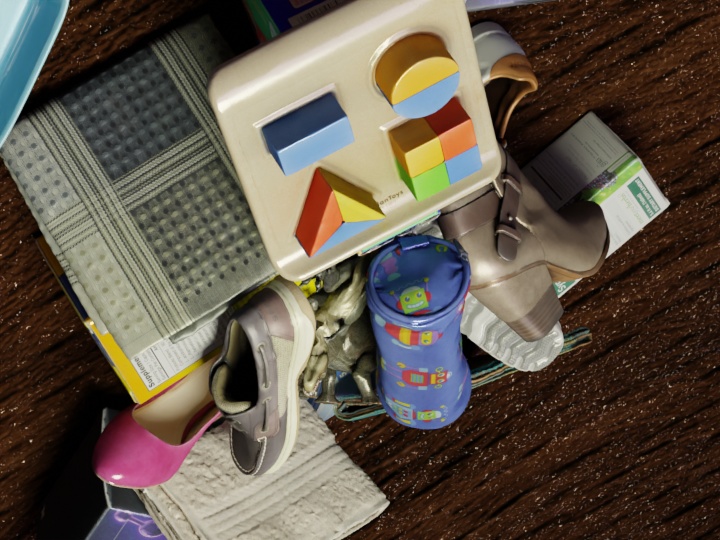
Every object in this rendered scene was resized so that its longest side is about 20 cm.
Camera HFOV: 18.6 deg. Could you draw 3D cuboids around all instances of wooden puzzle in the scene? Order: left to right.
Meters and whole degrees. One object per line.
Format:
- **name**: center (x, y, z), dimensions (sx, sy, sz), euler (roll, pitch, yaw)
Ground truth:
- **wooden puzzle**: center (0.005, -0.091, 1.496), dimensions (0.185, 0.046, 0.200), euler (-27, 137, -7)

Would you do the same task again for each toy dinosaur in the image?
- **toy dinosaur**: center (-0.023, 0.053, 1.768), dimensions (0.199, 0.077, 0.103), euler (14, 77, -40)
- **toy dinosaur**: center (0.000, 0.000, 1.667), dimensions (0.200, 0.047, 0.088), euler (-52, 155, -4)

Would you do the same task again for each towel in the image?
- **towel**: center (-0.140, -0.059, 1.597), dimensions (0.192, 0.201, 0.035), euler (-31, 177, -9)
- **towel**: center (-0.078, 0.177, 1.756), dimensions (0.200, 0.133, 0.035), euler (-27, 162, -45)
- **towel**: center (0.088, 0.087, 1.875), dimensions (0.146, 0.022, 0.200), euler (-17, 180, 42)

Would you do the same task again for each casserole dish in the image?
- **casserole dish**: center (-0.280, -0.151, 1.508), dimensions (0.121, 0.039, 0.201), euler (10, 120, -39)

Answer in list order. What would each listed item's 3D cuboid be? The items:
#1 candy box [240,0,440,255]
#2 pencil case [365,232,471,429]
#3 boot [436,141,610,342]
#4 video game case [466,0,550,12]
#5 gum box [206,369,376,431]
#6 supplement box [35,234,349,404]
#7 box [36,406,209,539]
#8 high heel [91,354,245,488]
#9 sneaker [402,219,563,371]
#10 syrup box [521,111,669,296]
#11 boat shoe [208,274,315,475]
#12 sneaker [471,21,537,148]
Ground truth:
- **candy box**: center (-0.021, -0.141, 1.594), dimensions (0.077, 0.169, 0.200), euler (-26, 137, -5)
- **pencil case**: center (0.046, 0.045, 1.670), dimensions (0.078, 0.087, 0.200), euler (-3, 151, 1)
- **boot**: center (0.125, -0.045, 1.717), dimensions (0.070, 0.200, 0.147), euler (-19, 115, 31)
- **video game case**: center (0.121, -0.290, 1.672), dimensions (0.142, 0.019, 0.201), euler (-11, 133, -26)
- **gum box**: center (-0.086, 0.080, 1.839), dimensions (0.199, 0.045, 0.170), euler (-32, 138, -7)
- **supplement box**: center (-0.127, -0.013, 1.680), dimensions (0.199, 0.110, 0.109), euler (-32, 138, -7)
- **box**: center (-0.150, 0.214, 1.814), dimensions (0.199, 0.105, 0.148), euler (14, 134, -24)
- **high heel**: center (-0.132, 0.098, 1.693), dimensions (0.200, 0.067, 0.096), euler (-27, 152, -54)
- **sneaker**: center (0.076, 0.005, 1.781), dimensions (0.200, 0.082, 0.075), euler (39, 110, -16)
- **syrup box**: center (0.156, -0.033, 1.875), dimensions (0.200, 0.081, 0.079), euler (-41, 137, 2)
- **boat shoe**: center (-0.083, 0.086, 1.653), dimensions (0.065, 0.072, 0.200), euler (-20, 146, -29)
- **sneaker**: center (0.060, -0.102, 1.748), dimensions (0.200, 0.085, 0.073), euler (-49, 139, 14)
